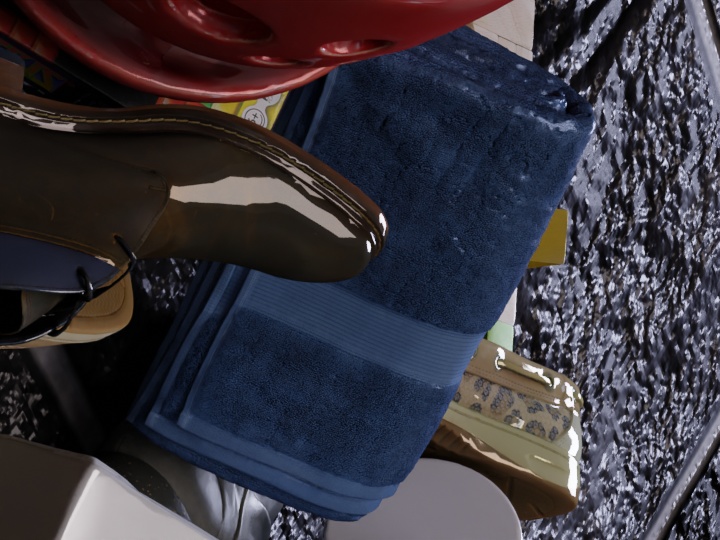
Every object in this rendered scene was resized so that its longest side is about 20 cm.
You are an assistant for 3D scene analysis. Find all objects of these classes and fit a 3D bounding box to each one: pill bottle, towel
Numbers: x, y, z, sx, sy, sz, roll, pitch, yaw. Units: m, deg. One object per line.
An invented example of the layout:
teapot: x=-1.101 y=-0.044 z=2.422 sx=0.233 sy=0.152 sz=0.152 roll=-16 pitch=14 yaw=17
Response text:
pill bottle: x=0.026 y=0.172 z=1.266 sx=0.111 sy=0.111 sz=0.200 roll=-55 pitch=158 yaw=-34
towel: x=0.000 y=0.000 z=1.110 sx=0.049 sy=0.111 sz=0.201 roll=-81 pitch=-163 yaw=-64

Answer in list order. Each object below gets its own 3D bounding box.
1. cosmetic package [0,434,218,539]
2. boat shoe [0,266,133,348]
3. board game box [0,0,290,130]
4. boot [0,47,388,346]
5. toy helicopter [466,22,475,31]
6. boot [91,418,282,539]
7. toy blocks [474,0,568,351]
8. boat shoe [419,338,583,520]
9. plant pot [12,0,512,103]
cosmetic package: x=-0.101 y=0.190 z=1.064 sx=0.200 sy=0.123 sz=0.200 roll=36 pitch=74 yaw=-35
boat shoe: x=-0.165 y=-0.005 z=1.034 sx=0.200 sy=0.069 sz=0.074 roll=16 pitch=54 yaw=-50
board game box: x=-0.079 y=-0.149 z=1.068 sx=0.165 sy=0.057 sz=0.201 roll=31 pitch=67 yaw=-18
boot: x=-0.088 y=-0.006 z=0.988 sx=0.199 sy=0.075 sz=0.097 roll=17 pitch=59 yaw=-16
toy helicopter: x=0.005 y=-0.127 z=1.169 sx=0.079 sy=0.132 sz=0.201 roll=-1 pitch=56 yaw=-25
boot: x=-0.053 y=0.122 z=1.235 sx=0.131 sy=0.067 sz=0.201 roll=-52 pitch=138 yaw=-45
toy blocks: x=0.011 y=-0.062 z=1.273 sx=0.136 sy=0.100 sz=0.201 roll=19 pitch=70 yaw=-47
boat shoe: x=0.016 y=0.041 z=1.224 sx=0.200 sy=0.073 sz=0.063 roll=33 pitch=58 yaw=-37
plant pot: x=-0.025 y=-0.159 z=0.961 sx=0.199 sy=0.182 sz=0.202 roll=5 pitch=77 yaw=-23
